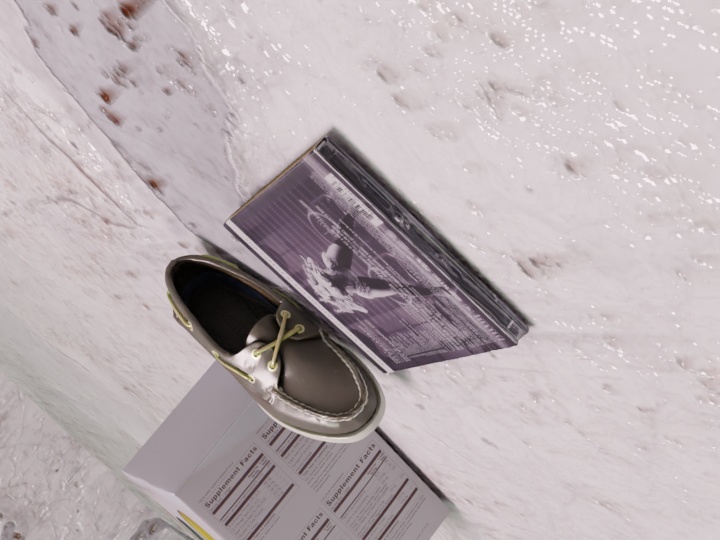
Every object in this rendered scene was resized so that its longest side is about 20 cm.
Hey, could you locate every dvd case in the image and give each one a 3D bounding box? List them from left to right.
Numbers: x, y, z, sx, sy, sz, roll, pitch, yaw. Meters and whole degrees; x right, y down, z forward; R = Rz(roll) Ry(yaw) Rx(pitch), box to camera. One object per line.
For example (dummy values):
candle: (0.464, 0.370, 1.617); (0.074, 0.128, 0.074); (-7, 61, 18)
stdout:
dvd case: (0.000, 0.000, 0.707); (0.149, 0.016, 0.200); (43, 160, -9)

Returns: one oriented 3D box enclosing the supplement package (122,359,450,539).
supplement package: (-0.064, 0.185, 1.014); (0.200, 0.151, 0.151); (47, 160, -18)

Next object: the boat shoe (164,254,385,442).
boat shoe: (-0.067, 0.053, 0.859); (0.201, 0.072, 0.060); (32, 164, 33)
